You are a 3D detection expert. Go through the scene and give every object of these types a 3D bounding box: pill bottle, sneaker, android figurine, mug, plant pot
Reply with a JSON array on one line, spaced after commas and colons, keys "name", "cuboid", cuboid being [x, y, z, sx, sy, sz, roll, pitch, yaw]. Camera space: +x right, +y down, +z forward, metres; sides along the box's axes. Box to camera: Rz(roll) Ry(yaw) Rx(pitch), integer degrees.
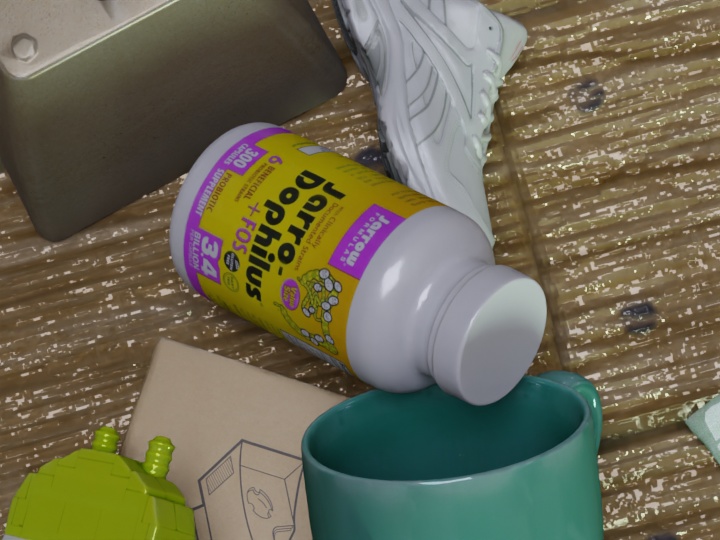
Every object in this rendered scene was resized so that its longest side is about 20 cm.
[{"name": "pill bottle", "cuboid": [0.000, 0.000, 1.581, 0.200, 0.104, 0.104, 26, 80, 34]}, {"name": "sneaker", "cuboid": [0.051, -0.103, 1.649, 0.099, 0.078, 0.200, -17, 77, -2]}, {"name": "android figurine", "cuboid": [-0.148, 0.181, 1.572, 0.182, 0.041, 0.200, 3, 75, 45]}, {"name": "mug", "cuboid": [0.065, 0.130, 1.549, 0.185, 0.152, 0.115, -12, 109, -16]}, {"name": "plant pot", "cuboid": [-0.144, -0.164, 1.627, 0.200, 0.177, 0.200, -28, 76, -2]}]

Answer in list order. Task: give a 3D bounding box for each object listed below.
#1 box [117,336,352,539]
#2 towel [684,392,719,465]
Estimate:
[{"name": "box", "cuboid": [-0.066, 0.154, 1.627, 0.163, 0.021, 0.200, 17, 78, 8]}, {"name": "towel", "cuboid": [0.298, 0.112, 1.603, 0.153, 0.023, 0.200, -38, 77, -3]}]
